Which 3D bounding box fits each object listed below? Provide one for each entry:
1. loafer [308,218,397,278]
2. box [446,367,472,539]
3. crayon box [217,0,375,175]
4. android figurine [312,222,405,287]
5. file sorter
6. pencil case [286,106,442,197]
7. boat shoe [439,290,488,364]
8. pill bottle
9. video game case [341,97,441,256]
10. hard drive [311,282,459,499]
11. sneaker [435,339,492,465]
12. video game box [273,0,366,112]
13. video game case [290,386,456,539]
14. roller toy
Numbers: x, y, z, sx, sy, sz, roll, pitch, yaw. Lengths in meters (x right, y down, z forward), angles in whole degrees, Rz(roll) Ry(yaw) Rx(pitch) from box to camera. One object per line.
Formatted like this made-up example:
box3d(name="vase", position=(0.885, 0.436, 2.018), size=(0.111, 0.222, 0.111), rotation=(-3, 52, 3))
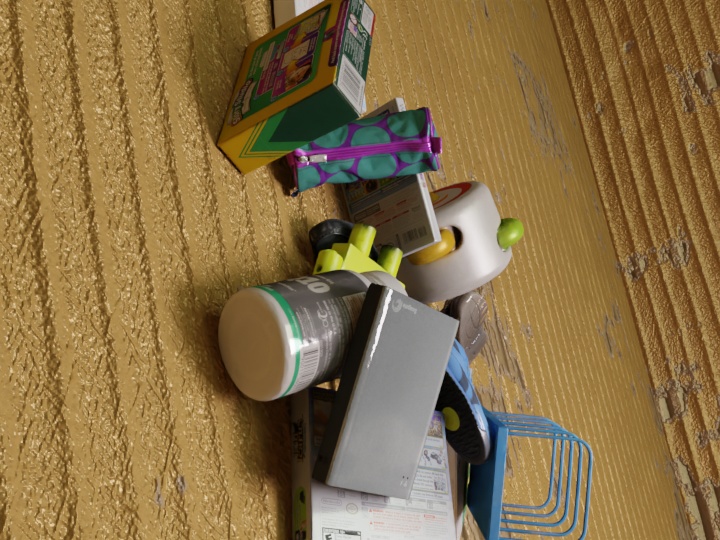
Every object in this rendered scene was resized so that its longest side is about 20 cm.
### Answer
box3d(name="loafer", position=(0.000, 0.000, 1.126), size=(0.200, 0.067, 0.071), rotation=(44, 22, -49))
box3d(name="box", position=(0.129, 0.256, 1.171), size=(0.145, 0.036, 0.203), rotation=(-62, 154, -56))
box3d(name="crayon box", position=(-0.073, -0.229, 1.018), size=(0.058, 0.171, 0.202), rotation=(45, 37, -35))
box3d(name="android figurine", position=(-0.004, 0.050, 1.056), size=(0.182, 0.041, 0.203), rotation=(38, 62, -42))
box3d(name="file sorter", position=(0.214, 0.263, 1.108), size=(0.200, 0.120, 0.141), rotation=(81, 13, -88))
box3d(name="pencil case", position=(0.001, -0.152, 1.087), size=(0.092, 0.196, 0.087), rotation=(-103, -177, -78))
box3d(name="boat shoe", position=(0.150, 0.082, 1.329), size=(0.075, 0.073, 0.201), rotation=(-48, 155, -19))
box3d(name="pill bottle", position=(-0.042, 0.061, 0.907), size=(0.198, 0.112, 0.115), rotation=(-11, 83, -47))
box3d(name="video game case", position=(0.031, -0.116, 1.184), size=(0.018, 0.142, 0.203), rotation=(-8, 80, -45))
box3d(name="hard drive", position=(0.030, 0.129, 0.892), size=(0.139, 0.033, 0.203), rotation=(25, 79, -47))
box3d(name="sneaker", position=(0.120, 0.139, 1.064), size=(0.078, 0.066, 0.202), rotation=(-12, 67, -43))
box3d(name="video game box", position=(-0.062, -0.352, 1.263), size=(0.181, 0.046, 0.203), rotation=(28, 50, -52))
box3d(name="video game case", position=(0.015, 0.237, 0.957), size=(0.198, 0.045, 0.184), rotation=(17, 57, -31))
box3d(name="roller toy", position=(0.121, -0.048, 1.272), size=(0.199, 0.182, 0.141), rotation=(-31, 104, -28))
